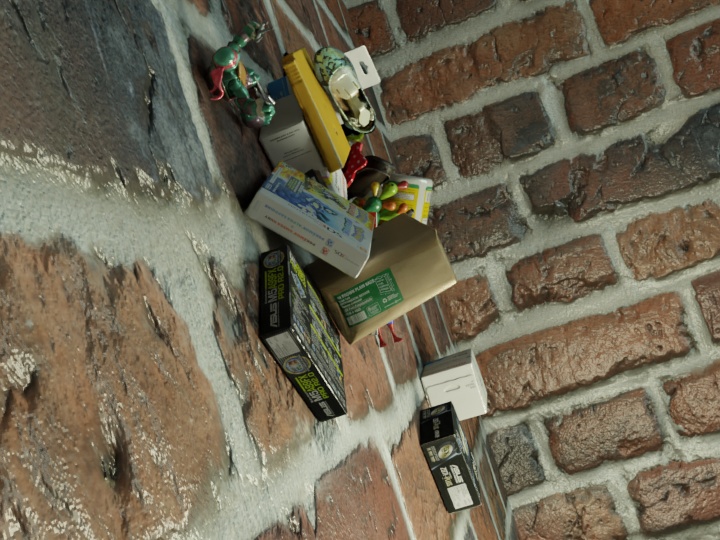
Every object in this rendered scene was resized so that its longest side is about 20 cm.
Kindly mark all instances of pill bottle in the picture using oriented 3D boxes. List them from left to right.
[{"bbox_3d":[0.094,-0.114,1.771,0.113,0.112,0.201,-41,139,-79],"label":"pill bottle"}]

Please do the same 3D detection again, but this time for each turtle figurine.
[{"bbox_3d":[-0.169,-0.281,1.122,0.200,0.100,0.151,107,-19,-82],"label":"turtle figurine"}]

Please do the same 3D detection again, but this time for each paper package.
[{"bbox_3d":[0.029,0.005,1.246,0.104,0.199,0.191,63,-5,-15],"label":"paper package"}]

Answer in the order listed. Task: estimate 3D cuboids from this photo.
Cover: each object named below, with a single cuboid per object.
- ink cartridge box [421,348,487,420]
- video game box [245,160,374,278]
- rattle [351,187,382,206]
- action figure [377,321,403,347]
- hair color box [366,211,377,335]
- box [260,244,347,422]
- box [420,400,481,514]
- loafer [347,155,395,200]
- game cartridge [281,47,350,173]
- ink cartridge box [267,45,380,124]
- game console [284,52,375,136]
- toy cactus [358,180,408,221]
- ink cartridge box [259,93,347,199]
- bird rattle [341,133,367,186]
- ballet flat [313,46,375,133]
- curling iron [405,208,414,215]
[{"bbox_3d":[0.262,0.322,2.175,0.200,0.146,0.145,-30,101,-79],"label":"ink cartridge box"},{"bbox_3d":[-0.067,-0.082,1.176,0.182,0.047,0.200,32,19,-9],"label":"video game box"},{"bbox_3d":[0.072,-0.105,1.849,0.200,0.130,0.143,46,-10,-12],"label":"rattle"},{"bbox_3d":[0.040,0.063,1.699,0.052,0.065,0.201,151,-79,-70],"label":"action figure"},{"bbox_3d":[0.001,0.007,1.411,0.111,0.063,0.201,89,-1,-73],"label":"hair color box"},{"bbox_3d":[-0.078,0.089,1.090,0.161,0.044,0.200,-99,166,-47],"label":"box"},{"bbox_3d":[0.216,0.446,1.880,0.164,0.086,0.201,-78,148,-72],"label":"box"},{"bbox_3d":[0.009,-0.192,1.724,0.073,0.200,0.072,24,69,-22],"label":"loafer"},{"bbox_3d":[-0.075,-0.278,1.342,0.176,0.032,0.201,-80,145,-71],"label":"game cartridge"},{"bbox_3d":[-0.061,-0.334,1.492,0.116,0.199,0.067,53,20,-58],"label":"ink cartridge box"},{"bbox_3d":[-0.068,-0.396,1.729,0.200,0.175,0.117,46,51,-37],"label":"game console"},{"bbox_3d":[0.006,-0.118,1.657,0.164,0.200,0.103,-19,76,-40],"label":"toy cactus"},{"bbox_3d":[-0.096,-0.191,1.379,0.145,0.084,0.201,-95,162,-56],"label":"ink cartridge box"},{"bbox_3d":[-0.035,-0.220,1.663,0.200,0.112,0.164,-112,-153,-52],"label":"bird rattle"},{"bbox_3d":[-0.019,-0.317,1.400,0.200,0.074,0.075,49,24,-56],"label":"ballet flat"},{"bbox_3d":[0.058,-0.063,1.710,0.025,0.200,0.050,29,34,-20],"label":"curling iron"}]
